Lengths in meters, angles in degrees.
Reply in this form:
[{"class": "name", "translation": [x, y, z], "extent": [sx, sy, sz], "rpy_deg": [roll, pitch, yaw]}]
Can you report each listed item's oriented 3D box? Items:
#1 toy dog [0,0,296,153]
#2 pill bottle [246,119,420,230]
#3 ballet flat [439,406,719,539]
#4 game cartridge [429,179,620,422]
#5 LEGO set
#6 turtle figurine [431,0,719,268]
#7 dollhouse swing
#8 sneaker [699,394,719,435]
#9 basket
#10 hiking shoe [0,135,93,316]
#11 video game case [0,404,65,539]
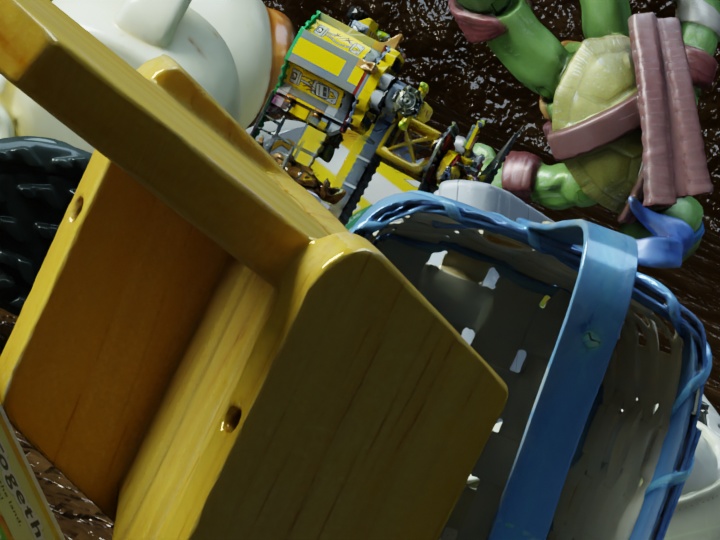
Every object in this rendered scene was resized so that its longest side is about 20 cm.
[{"class": "toy dog", "translation": [-0.107, -0.085, 1.334], "extent": [0.139, 0.194, 0.200], "rpy_deg": [17, 22, 6]}, {"class": "pill bottle", "translation": [-0.007, -0.006, 1.417], "extent": [0.113, 0.113, 0.200], "rpy_deg": [20, 10, -29]}, {"class": "ballet flat", "translation": [0.085, 0.080, 1.082], "extent": [0.200, 0.070, 0.069], "rpy_deg": [-10, 27, -31]}, {"class": "game cartridge", "translation": [0.069, 0.047, 1.223], "extent": [0.040, 0.133, 0.200], "rpy_deg": [5, -8, 23]}, {"class": "LEGO set", "translation": [0.000, 0.000, 1.213], "extent": [0.116, 0.200, 0.154], "rpy_deg": [28, -12, 10]}, {"class": "turtle figurine", "translation": [0.091, -0.101, 1.341], "extent": [0.194, 0.144, 0.200], "rpy_deg": [63, 23, -23]}, {"class": "dollhouse swing", "translation": [-0.084, 0.014, 0.822], "extent": [0.176, 0.182, 0.200], "rpy_deg": [22, 10, -25]}, {"class": "sneaker", "translation": [0.151, 0.126, 1.196], "extent": [0.091, 0.066, 0.200], "rpy_deg": [53, 12, -26]}, {"class": "basket", "translation": [0.032, 0.066, 0.915], "extent": [0.139, 0.176, 0.200], "rpy_deg": [20, 1, -13]}, {"class": "hiking shoe", "translation": [-0.168, -0.030, 1.187], "extent": [0.200, 0.074, 0.087], "rpy_deg": [13, 9, -22]}, {"class": "video game case", "translation": [-0.135, 0.032, 0.739], "extent": [0.200, 0.023, 0.182], "rpy_deg": [64, 12, 1]}]
